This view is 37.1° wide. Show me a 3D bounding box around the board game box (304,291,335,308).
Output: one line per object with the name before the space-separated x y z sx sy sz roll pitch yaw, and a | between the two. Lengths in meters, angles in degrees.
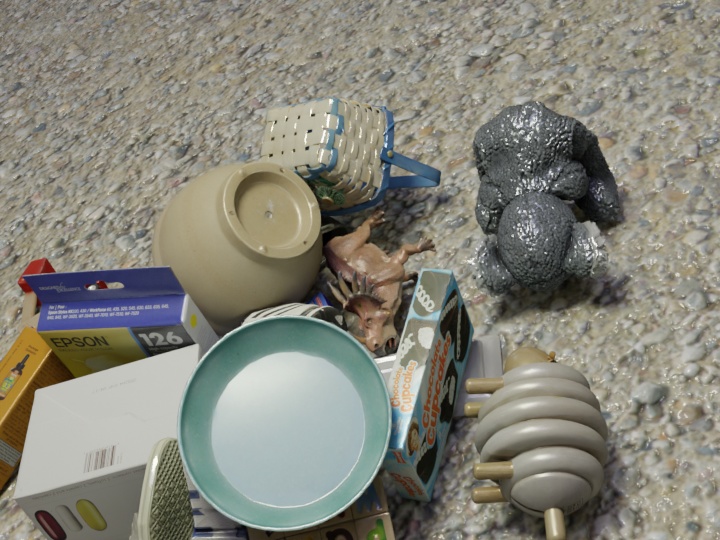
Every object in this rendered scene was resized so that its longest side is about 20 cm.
board game box | -0.057 0.130 1.171 0.134 0.045 0.201 -36 39 5

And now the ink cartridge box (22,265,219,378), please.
ink cartridge box | -0.262 0.078 1.225 0.195 0.201 0.047 -4 52 21

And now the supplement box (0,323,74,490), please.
supplement box | -0.414 0.168 1.268 0.066 0.069 0.202 18 69 32

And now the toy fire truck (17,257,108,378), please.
toy fire truck | -0.404 0.063 1.426 0.139 0.049 0.202 -9 43 16

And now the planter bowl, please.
planter bowl | -0.124 -0.041 1.225 0.135 0.199 0.201 -43 13 53

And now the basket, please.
basket | -0.020 -0.136 1.351 0.175 0.198 0.141 -3 79 46

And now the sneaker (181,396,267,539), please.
sneaker | -0.127 0.223 1.056 0.079 0.115 0.203 3 81 4

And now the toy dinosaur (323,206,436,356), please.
toy dinosaur | 0.000 0.000 1.260 0.134 0.087 0.200 -26 40 -25

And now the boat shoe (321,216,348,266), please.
boat shoe | -0.100 -0.007 1.347 0.200 0.071 0.063 -41 42 -23

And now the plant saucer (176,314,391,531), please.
plant saucer | -0.069 0.141 0.991 0.197 0.036 0.203 -2 67 4

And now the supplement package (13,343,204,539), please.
supplement package | -0.248 0.195 1.161 0.197 0.112 0.157 -16 40 8

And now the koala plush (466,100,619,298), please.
koala plush | 0.197 -0.063 1.212 0.175 0.184 0.202 -6 54 19

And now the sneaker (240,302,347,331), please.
sneaker | -0.109 0.113 1.149 0.201 0.076 0.115 -47 30 -21

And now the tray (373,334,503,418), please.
tray | 0.057 0.121 1.172 0.197 0.022 0.108 -12 42 12

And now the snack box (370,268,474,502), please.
snack box | 0.066 0.113 1.076 0.037 0.117 0.202 4 57 23

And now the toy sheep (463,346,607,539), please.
toy sheep | 0.165 0.160 1.000 0.136 0.138 0.202 -11 56 13

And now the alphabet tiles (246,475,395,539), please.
alphabet tiles | -0.057 0.291 0.969 0.197 0.008 0.170 -15 76 5

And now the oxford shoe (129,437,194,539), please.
oxford shoe | -0.198 0.263 1.032 0.057 0.075 0.203 0 87 34
